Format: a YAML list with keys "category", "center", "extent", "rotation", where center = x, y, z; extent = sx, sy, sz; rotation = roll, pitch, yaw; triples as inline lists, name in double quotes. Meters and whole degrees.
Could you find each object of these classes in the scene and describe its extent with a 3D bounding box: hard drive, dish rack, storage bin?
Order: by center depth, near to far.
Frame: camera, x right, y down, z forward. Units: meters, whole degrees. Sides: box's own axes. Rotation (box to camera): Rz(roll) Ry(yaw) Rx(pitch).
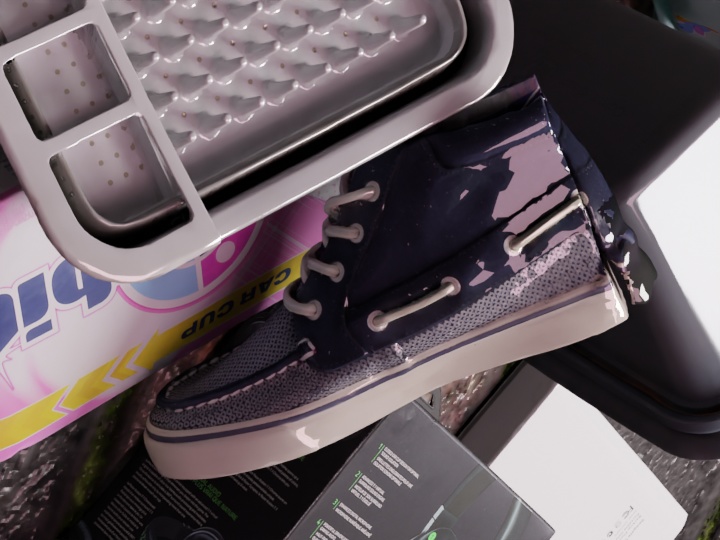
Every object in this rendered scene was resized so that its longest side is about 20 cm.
- category: "dish rack"
  center: [-0.056, -0.103, 0.849]
  extent: [0.199, 0.043, 0.173]
  rotation: [-29, 96, -27]
- category: "storage bin"
  center: [0.109, -0.044, 1.019]
  extent: [0.145, 0.200, 0.135]
  rotation: [-42, 133, -13]
- category: "hard drive"
  center: [0.090, 0.136, 1.278]
  extent: [0.132, 0.026, 0.200]
  rotation: [-49, 144, -4]

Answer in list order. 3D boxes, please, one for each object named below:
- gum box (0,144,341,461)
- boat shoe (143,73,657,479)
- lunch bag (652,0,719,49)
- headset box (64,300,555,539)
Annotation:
- category: "gum box"
  center: [-0.088, -0.025, 0.915]
  extent: [0.199, 0.066, 0.114]
  rotation: [-30, 137, -27]
- category: "boat shoe"
  center: [0.000, 0.000, 0.907]
  extent: [0.199, 0.075, 0.093]
  rotation: [-23, 109, 5]
- category: "lunch bag"
  center: [0.212, -0.151, 1.093]
  extent: [0.170, 0.122, 0.201]
  rotation: [-41, 137, -16]
- category: "headset box"
  center: [-0.027, 0.127, 1.086]
  extent: [0.200, 0.093, 0.174]
  rotation: [-51, 143, -2]
